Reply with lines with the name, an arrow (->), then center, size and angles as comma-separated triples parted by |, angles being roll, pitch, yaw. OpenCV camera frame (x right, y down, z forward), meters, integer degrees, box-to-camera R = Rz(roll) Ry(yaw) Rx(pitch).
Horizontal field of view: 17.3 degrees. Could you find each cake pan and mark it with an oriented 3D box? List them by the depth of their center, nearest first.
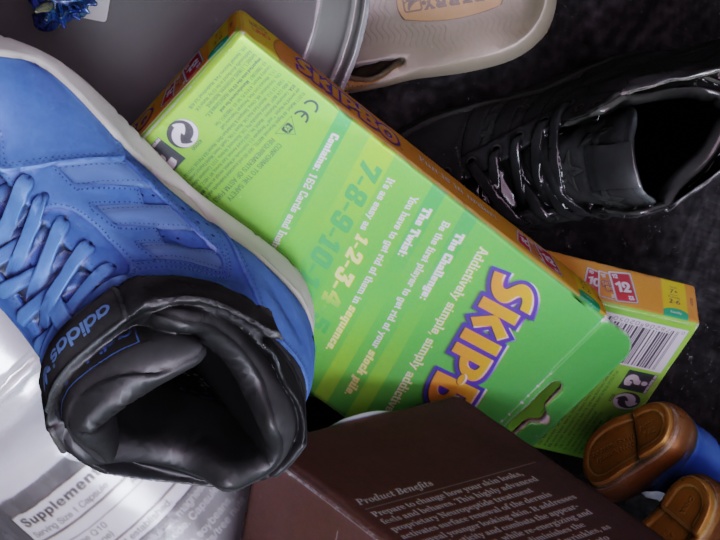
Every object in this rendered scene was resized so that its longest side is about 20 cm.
cake pan -> -0.097, -0.113, 0.892 | 0.199, 0.037, 0.201 | 1, 96, 7

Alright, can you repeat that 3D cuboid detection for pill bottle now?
pill bottle -> -0.087, 0.074, 0.906 | 0.114, 0.114, 0.200 | -45, 109, -2

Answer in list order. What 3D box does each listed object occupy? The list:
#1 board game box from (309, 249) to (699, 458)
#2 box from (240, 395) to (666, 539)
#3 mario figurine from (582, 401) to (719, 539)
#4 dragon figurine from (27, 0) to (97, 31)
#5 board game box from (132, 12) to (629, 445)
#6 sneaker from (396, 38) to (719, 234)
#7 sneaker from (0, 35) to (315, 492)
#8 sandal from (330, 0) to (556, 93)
board game box -> 0.025, 0.022, 0.948 | 0.199, 0.030, 0.096 | 11, 137, -15
box -> 0.056, 0.124, 0.804 | 0.100, 0.200, 0.075 | -10, 124, -39
mario figurine -> 0.168, 0.133, 0.978 | 0.200, 0.106, 0.124 | 29, 62, -36
dragon figurine -> -0.060, -0.137, 0.796 | 0.099, 0.200, 0.059 | -33, 94, -29
board game box -> 0.000, 0.000, 0.879 | 0.200, 0.030, 0.096 | 38, 109, -20
sneaker -> 0.087, -0.048, 0.936 | 0.199, 0.104, 0.060 | -25, 103, -7
sneaker -> -0.096, 0.000, 0.784 | 0.200, 0.111, 0.077 | 38, 110, -21
sandal -> -0.013, -0.096, 0.934 | 0.199, 0.054, 0.081 | -13, 101, -10
